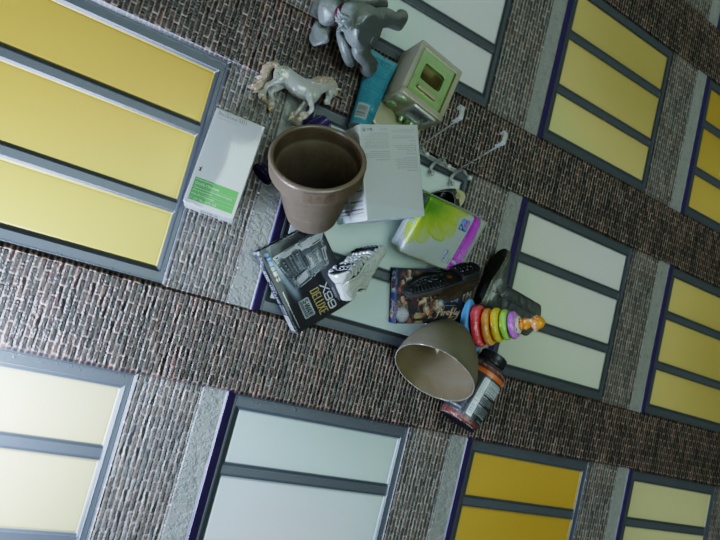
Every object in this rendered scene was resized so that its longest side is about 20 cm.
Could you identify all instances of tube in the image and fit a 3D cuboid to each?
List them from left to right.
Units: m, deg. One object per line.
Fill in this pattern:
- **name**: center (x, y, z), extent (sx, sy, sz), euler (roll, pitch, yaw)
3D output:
- **tube**: center (0.026, -0.420, 1.312), extent (0.077, 0.050, 0.201), euler (24, 76, -21)

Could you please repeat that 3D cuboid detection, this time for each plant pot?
- **plant pot**: center (-0.094, -0.172, 1.167), extent (0.198, 0.175, 0.201), euler (5, 50, -6)
- **plant pot**: center (0.200, 0.197, 1.343), extent (0.201, 0.200, 0.135), euler (50, 51, -18)

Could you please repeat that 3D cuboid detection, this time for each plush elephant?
- **plush elephant**: center (-0.027, -0.550, 1.232), extent (0.199, 0.155, 0.165), euler (-1, 130, -53)

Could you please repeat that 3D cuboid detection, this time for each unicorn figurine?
- **unicorn figurine**: center (-0.131, -0.387, 1.216), extent (0.199, 0.074, 0.138), euler (31, 78, -24)

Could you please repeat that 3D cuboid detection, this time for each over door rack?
- **over door rack**: center (0.227, -0.282, 1.330), extent (0.147, 0.200, 0.067), euler (21, 55, -25)

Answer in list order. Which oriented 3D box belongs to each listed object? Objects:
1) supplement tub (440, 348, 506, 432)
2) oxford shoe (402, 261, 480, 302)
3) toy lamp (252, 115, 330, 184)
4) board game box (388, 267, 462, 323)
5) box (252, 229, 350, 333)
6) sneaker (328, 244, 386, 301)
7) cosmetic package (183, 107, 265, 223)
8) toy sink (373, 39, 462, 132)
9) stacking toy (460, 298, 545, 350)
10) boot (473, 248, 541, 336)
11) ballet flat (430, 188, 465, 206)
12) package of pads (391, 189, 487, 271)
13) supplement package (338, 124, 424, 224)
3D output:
- **supplement tub**: center (0.296, 0.300, 1.426), extent (0.107, 0.107, 0.201), euler (40, 73, -21)
- **oxford shoe**: center (0.197, 0.046, 1.351), extent (0.198, 0.073, 0.085), euler (-11, 126, -12)
- **toy lamp**: center (-0.144, -0.268, 1.222), extent (0.200, 0.058, 0.058), euler (-46, 109, -19)
- **board game box**: center (0.166, 0.063, 1.395), extent (0.198, 0.035, 0.137), euler (2, 90, -27)
- **box**: center (-0.124, 0.014, 1.241), extent (0.157, 0.050, 0.201), euler (-29, 103, -24)
- **sneaker**: center (0.000, 0.000, 1.267), extent (0.200, 0.075, 0.082), euler (-39, 117, -49)
- **cosmetic package**: center (-0.276, -0.209, 1.136), extent (0.107, 0.085, 0.202), euler (18, 84, -14)
- **toy sink**: center (0.134, -0.412, 1.327), extent (0.130, 0.112, 0.201), euler (30, 78, -23)
- **stacking toy**: center (0.359, 0.134, 1.391), extent (0.110, 0.199, 0.117), euler (53, 42, -39)
- **boot**: center (0.414, 0.061, 1.500), extent (0.199, 0.073, 0.183), euler (25, 94, -18)
- **ballet flat**: center (0.183, -0.165, 1.383), extent (0.199, 0.057, 0.067), euler (-16, 81, -26)
- **package of pads**: center (0.189, -0.090, 1.352), extent (0.199, 0.068, 0.155), euler (20, 108, -31)
- **supplement package**: center (0.036, -0.212, 1.260), extent (0.151, 0.150, 0.202), euler (-7, 94, -27)
